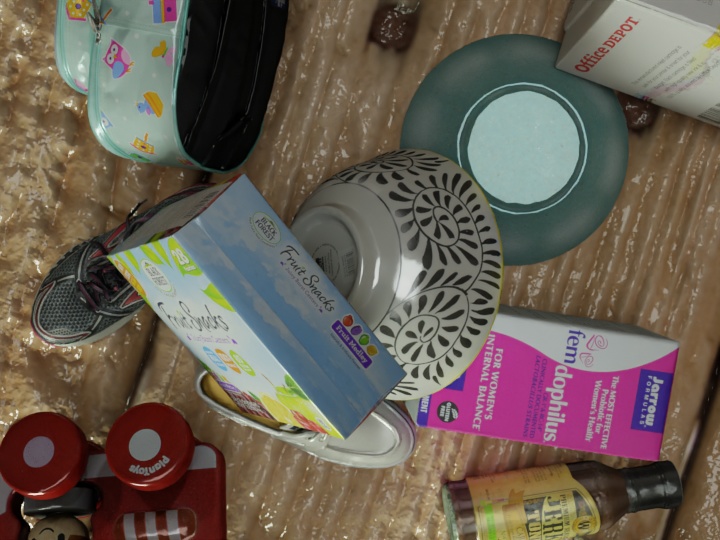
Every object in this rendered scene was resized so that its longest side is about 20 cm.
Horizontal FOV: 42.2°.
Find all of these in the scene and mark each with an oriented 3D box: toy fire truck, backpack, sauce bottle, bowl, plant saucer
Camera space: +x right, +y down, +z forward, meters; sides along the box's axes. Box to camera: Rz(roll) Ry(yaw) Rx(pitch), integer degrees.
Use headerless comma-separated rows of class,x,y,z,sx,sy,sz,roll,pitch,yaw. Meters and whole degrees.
toy fire truck,-0.200,0.203,0.737,0.200,0.112,0.168,-5,65,-1
backpack,-0.140,-0.176,0.714,0.153,0.176,0.200,4,95,15
sauce bottle,0.173,0.197,0.803,0.200,0.065,0.065,-10,94,0
bowl,0.000,0.000,0.713,0.201,0.094,0.201,-4,84,42
plant saucer,0.134,-0.103,0.793,0.201,0.039,0.201,0,93,-2

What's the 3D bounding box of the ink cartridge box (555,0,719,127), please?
ink cartridge box,0.281,-0.212,0.724,0.200,0.147,0.146,19,81,-4

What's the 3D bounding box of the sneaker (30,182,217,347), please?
sneaker,-0.192,-0.009,0.772,0.200,0.075,0.081,-37,94,2

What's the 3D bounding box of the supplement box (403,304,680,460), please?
supplement box,0.145,0.085,0.777,0.200,0.103,0.101,8,93,-4

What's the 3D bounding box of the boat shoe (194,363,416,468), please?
boat shoe,-0.046,0.120,0.788,0.200,0.070,0.071,23,93,-3

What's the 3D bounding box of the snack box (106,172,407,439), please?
snack box,-0.081,0.027,0.649,0.068,0.200,0.169,-44,106,-22

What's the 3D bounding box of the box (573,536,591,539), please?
box,0.218,0.358,0.795,0.152,0.106,0.200,27,93,-4
